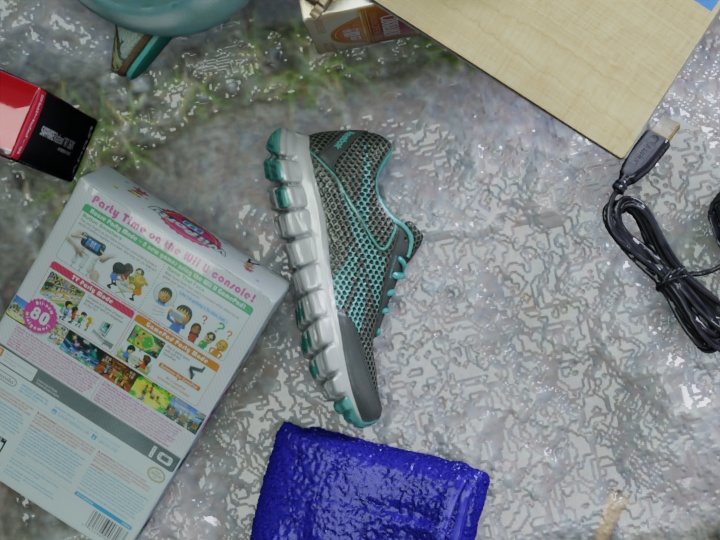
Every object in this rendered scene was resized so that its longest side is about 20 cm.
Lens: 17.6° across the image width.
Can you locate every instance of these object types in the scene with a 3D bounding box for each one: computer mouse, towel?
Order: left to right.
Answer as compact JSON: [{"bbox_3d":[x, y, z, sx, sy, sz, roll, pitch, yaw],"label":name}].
[{"bbox_3d":[-0.006,0.209,1.500,0.147,0.050,0.200,13,87,3],"label":"towel"},{"bbox_3d":[0.245,-0.056,1.493,0.140,0.046,0.200,45,82,-6],"label":"computer mouse"}]

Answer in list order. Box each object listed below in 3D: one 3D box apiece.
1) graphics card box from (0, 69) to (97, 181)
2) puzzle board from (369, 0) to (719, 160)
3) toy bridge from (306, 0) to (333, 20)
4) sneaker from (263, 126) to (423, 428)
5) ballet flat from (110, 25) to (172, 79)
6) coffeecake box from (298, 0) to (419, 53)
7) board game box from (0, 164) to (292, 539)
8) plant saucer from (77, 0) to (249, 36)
[{"bbox_3d":[-0.244,-0.105,1.454,0.125,0.200,0.051,22,88,5],"label":"graphics card box"},{"bbox_3d":[0.112,-0.180,1.380,0.200,0.017,0.151,33,88,3],"label":"puzzle board"},{"bbox_3d":[0.029,-0.229,1.364,0.067,0.027,0.200,34,87,3],"label":"toy bridge"},{"bbox_3d":[0.000,0.000,1.502,0.091,0.078,0.200,-11,93,-10],"label":"sneaker"},{"bbox_3d":[-0.109,-0.210,1.494,0.071,0.069,0.200,45,118,-5],"label":"ballet flat"},{"bbox_3d":[0.060,-0.198,1.467,0.200,0.154,0.073,-11,87,2],"label":"coffeecake box"},{"bbox_3d":[-0.157,0.057,1.487,0.147,0.064,0.200,33,104,3],"label":"board game box"},{"bbox_3d":[-0.140,-0.237,1.435,0.200,0.027,0.200,13,118,26],"label":"plant saucer"}]
